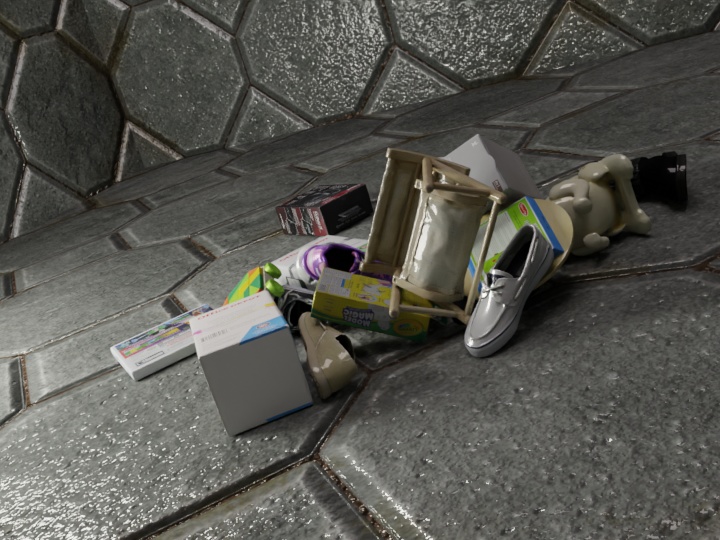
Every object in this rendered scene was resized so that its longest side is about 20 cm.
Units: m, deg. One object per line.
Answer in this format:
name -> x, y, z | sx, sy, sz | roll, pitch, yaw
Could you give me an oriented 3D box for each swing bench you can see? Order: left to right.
swing bench -> 0.099, -0.053, 1.285 | 0.129, 0.200, 0.200 | 7, 20, -17

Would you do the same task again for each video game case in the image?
video game case -> -0.340, 0.127, 1.591 | 0.199, 0.023, 0.182 | -26, 20, -21

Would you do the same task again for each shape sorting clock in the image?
shape sorting clock -> 0.226, -0.032, 1.320 | 0.199, 0.039, 0.200 | -25, 38, 22

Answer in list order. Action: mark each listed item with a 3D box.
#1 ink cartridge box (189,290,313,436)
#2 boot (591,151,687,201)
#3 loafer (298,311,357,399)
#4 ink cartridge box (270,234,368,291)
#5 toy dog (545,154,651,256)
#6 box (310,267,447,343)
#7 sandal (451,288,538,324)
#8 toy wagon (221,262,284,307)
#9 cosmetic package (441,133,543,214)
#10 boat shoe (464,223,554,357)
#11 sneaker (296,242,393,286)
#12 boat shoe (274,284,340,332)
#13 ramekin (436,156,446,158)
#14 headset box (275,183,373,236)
ink cartridge box -> -0.161, 0.124, 1.260 | 0.128, 0.126, 0.200 | -20, 18, -9
boot -> 0.490, -0.159, 1.551 | 0.157, 0.080, 0.211 | -6, 9, 12
loafer -> -0.045, 0.117, 1.268 | 0.068, 0.076, 0.200 | -17, 27, -3
ink cartridge box -> -0.050, 0.005, 1.573 | 0.146, 0.084, 0.200 | -27, 20, -28
toy dog -> 0.331, -0.092, 1.417 | 0.200, 0.140, 0.194 | -28, 26, -18
box -> 0.031, 0.052, 1.319 | 0.199, 0.049, 0.117 | 11, 19, 1
sandal -> 0.225, 0.025, 1.330 | 0.200, 0.048, 0.075 | -33, 25, -5
toy wagon -> -0.195, 0.055, 1.489 | 0.155, 0.040, 0.200 | -48, 22, 13
cosmetic package -> 0.220, -0.146, 1.446 | 0.090, 0.107, 0.200 | -33, -19, 26
boat shoe -> 0.194, 0.023, 1.205 | 0.073, 0.065, 0.200 | 9, 60, 44
sneaker -> 0.000, 0.000, 1.424 | 0.199, 0.081, 0.088 | 14, -20, -20
boat shoe -> -0.111, 0.070, 1.460 | 0.199, 0.074, 0.068 | 9, 16, 37
ramekin -> 0.139, -0.103, 1.524 | 0.105, 0.201, 0.200 | -8, 20, 33
headset box -> -0.079, -0.143, 2.050 | 0.149, 0.078, 0.200 | -31, 23, -34
